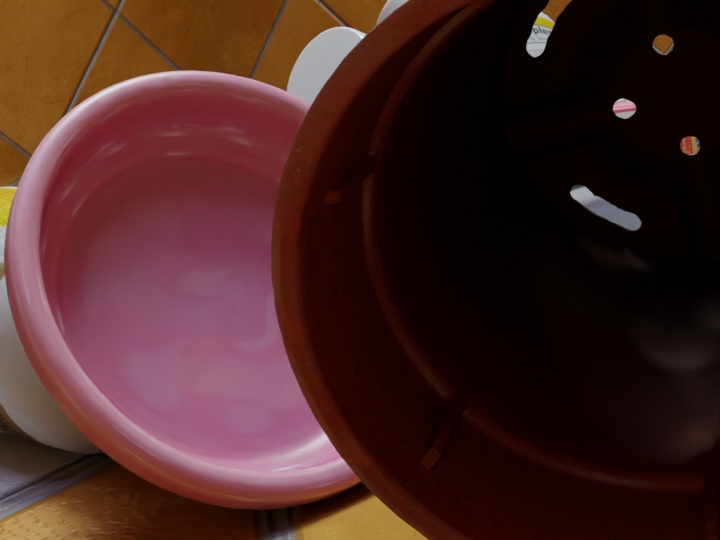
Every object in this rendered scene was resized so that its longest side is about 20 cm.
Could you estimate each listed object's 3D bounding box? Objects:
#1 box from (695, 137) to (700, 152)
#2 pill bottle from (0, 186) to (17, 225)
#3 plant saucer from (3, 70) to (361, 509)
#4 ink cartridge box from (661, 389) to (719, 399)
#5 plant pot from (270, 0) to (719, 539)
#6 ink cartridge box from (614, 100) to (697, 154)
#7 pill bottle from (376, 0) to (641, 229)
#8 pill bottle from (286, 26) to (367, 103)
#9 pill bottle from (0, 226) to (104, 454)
[{"bbox_3d":[0.286,-0.072,0.562,0.200,0.124,0.196,0,-21,45],"label":"box"},{"bbox_3d":[-0.297,-0.005,1.038,0.112,0.113,0.200,-7,11,21],"label":"pill bottle"},{"bbox_3d":[-0.057,0.009,0.569,0.200,0.201,0.051,-18,-16,-36],"label":"plant saucer"},{"bbox_3d":[0.119,0.041,0.575,0.119,0.042,0.200,-6,14,22],"label":"ink cartridge box"},{"bbox_3d":[0.097,-0.029,0.430,0.200,0.201,0.195,-7,23,21],"label":"plant pot"},{"bbox_3d":[0.250,-0.124,1.208,0.146,0.083,0.200,-4,13,32],"label":"ink cartridge box"},{"bbox_3d":[0.088,-0.084,0.780,0.114,0.200,0.114,-18,-30,-11],"label":"pill bottle"},{"bbox_3d":[0.045,-0.105,0.938,0.111,0.111,0.200,-1,-11,43],"label":"pill bottle"},{"bbox_3d":[-0.148,0.034,0.675,0.114,0.115,0.200,-18,13,-37],"label":"pill bottle"}]
